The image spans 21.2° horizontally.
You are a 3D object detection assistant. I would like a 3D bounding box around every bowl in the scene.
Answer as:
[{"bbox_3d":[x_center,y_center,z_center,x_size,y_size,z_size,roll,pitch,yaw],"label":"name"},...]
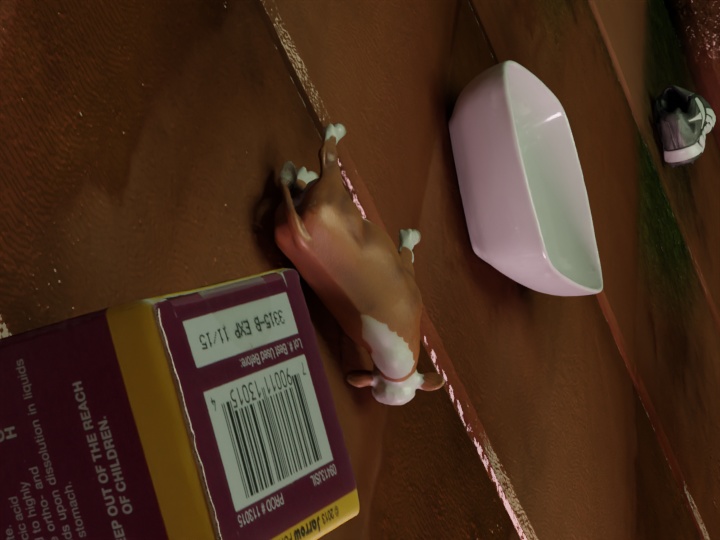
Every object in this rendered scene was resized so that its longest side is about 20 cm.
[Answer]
[{"bbox_3d":[0.142,-0.074,1.715,0.200,0.074,0.201,22,56,-66],"label":"bowl"}]

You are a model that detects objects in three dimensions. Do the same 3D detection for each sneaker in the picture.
[{"bbox_3d":[0.443,-0.220,2.644,0.200,0.066,0.091,-59,133,-61],"label":"sneaker"}]

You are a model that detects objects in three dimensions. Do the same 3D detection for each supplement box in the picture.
[{"bbox_3d":[-0.120,0.075,0.711,0.131,0.199,0.104,-16,90,-70],"label":"supplement box"}]

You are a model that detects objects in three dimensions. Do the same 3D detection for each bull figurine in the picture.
[{"bbox_3d":[0.000,0.000,1.295,0.122,0.065,0.200,-91,159,-43],"label":"bull figurine"}]
